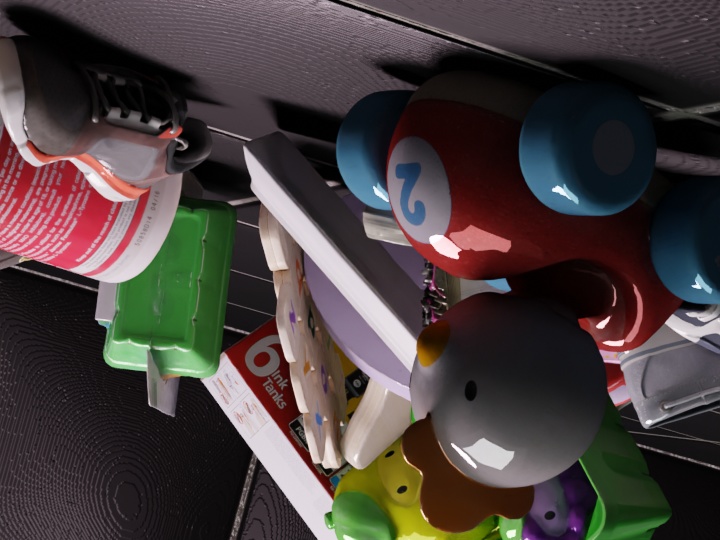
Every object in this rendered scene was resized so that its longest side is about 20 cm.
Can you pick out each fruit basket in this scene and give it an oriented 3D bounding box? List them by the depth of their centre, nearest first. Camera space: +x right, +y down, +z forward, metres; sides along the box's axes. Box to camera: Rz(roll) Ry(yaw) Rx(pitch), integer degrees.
[{"bbox_3d":[0.083,0.138,1.597,0.215,0.156,0.216,23,-144,-18],"label":"fruit basket"},{"bbox_3d":[-0.147,0.015,1.752,0.093,0.186,0.200,7,175,-3],"label":"fruit basket"}]

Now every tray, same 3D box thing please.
[{"bbox_3d":[0.000,0.000,1.389,0.200,0.022,0.107,49,-169,1],"label":"tray"}]

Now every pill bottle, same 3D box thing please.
[{"bbox_3d":[-0.225,-0.069,1.497,0.200,0.113,0.112,19,173,-34],"label":"pill bottle"}]

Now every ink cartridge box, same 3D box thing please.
[{"bbox_3d":[0.009,0.105,1.777,0.200,0.175,0.084,53,156,4],"label":"ink cartridge box"}]

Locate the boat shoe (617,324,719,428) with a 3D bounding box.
[{"bbox_3d":[0.253,0.054,1.355,0.200,0.072,0.070,-10,168,0],"label":"boat shoe"}]

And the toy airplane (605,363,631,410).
[{"bbox_3d":[0.123,0.069,1.787,0.199,0.142,0.199,14,175,1],"label":"toy airplane"}]

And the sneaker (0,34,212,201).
[{"bbox_3d":[-0.145,-0.098,1.339,0.082,0.077,0.200,-15,166,16],"label":"sneaker"}]

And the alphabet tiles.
[{"bbox_3d":[-0.037,0.029,1.542,0.015,0.200,0.196,-9,-149,9],"label":"alphabet tiles"}]

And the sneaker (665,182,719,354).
[{"bbox_3d":[0.195,0.003,1.257,0.199,0.080,0.130,25,-177,1],"label":"sneaker"}]

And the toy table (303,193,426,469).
[{"bbox_3d":[0.051,0.045,1.534,0.200,0.184,0.117,54,171,34],"label":"toy table"}]

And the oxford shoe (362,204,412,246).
[{"bbox_3d":[0.043,-0.051,1.288,0.075,0.058,0.200,8,-172,9],"label":"oxford shoe"}]

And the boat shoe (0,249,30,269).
[{"bbox_3d":[-0.231,-0.045,1.608,0.201,0.072,0.061,-20,159,-41],"label":"boat shoe"}]

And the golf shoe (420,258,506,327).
[{"bbox_3d":[0.084,-0.007,1.390,0.092,0.073,0.200,3,-164,9],"label":"golf shoe"}]

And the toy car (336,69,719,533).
[{"bbox_3d":[0.067,0.025,1.103,0.177,0.200,0.184,32,164,-31],"label":"toy car"}]

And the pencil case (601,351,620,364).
[{"bbox_3d":[0.229,0.037,1.496,0.199,0.088,0.087,14,174,19],"label":"pencil case"}]
